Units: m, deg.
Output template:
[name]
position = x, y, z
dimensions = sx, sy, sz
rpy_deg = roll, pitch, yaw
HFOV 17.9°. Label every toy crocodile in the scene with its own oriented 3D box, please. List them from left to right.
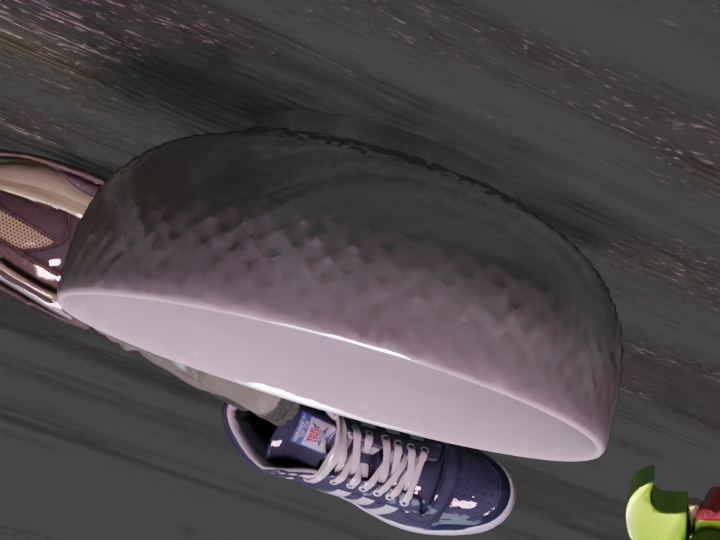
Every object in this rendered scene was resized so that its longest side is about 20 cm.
[toy crocodile]
position = 0.251, 0.158, 1.333
dimensions = 0.199, 0.062, 0.068
rpy_deg = 10, -152, 21

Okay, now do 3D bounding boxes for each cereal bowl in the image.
[cereal bowl]
position = 0.000, 0.000, 0.789
dimensions = 0.199, 0.084, 0.200
rpy_deg = 16, 170, 3

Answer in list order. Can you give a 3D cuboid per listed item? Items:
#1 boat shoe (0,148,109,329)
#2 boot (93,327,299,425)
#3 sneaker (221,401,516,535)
[boat shoe]
position = -0.195, -0.026, 0.989
dimensions = 0.199, 0.074, 0.075
rpy_deg = 15, 170, 5
[boot]
position = -0.092, 0.022, 1.128
dimensions = 0.130, 0.068, 0.200
rpy_deg = 25, 167, -13
[sneaker]
position = 0.002, 0.120, 1.481
dimensions = 0.199, 0.070, 0.109
rpy_deg = 18, 172, 10
